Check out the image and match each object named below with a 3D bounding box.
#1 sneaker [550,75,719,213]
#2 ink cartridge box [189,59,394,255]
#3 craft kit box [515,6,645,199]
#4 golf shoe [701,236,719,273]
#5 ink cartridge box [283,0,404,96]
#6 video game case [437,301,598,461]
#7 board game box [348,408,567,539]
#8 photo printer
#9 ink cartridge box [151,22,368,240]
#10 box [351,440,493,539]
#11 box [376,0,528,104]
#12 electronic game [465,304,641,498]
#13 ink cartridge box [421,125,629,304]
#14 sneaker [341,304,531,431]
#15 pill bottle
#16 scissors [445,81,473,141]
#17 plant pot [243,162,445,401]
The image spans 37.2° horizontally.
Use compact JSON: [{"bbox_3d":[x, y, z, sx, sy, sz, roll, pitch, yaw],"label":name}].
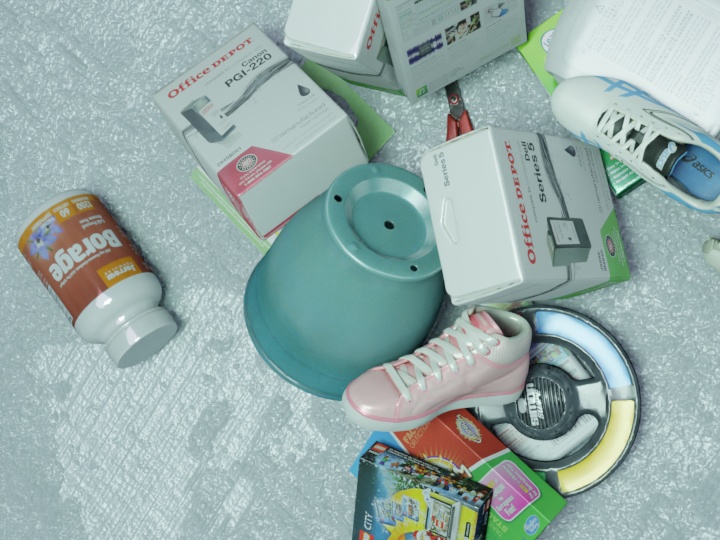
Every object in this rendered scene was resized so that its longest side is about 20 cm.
[{"bbox_3d":[0.264,-0.121,0.982,0.200,0.072,0.072,33,105,13],"label":"sneaker"},{"bbox_3d":[-0.079,-0.132,1.218,0.146,0.048,0.200,45,104,14],"label":"ink cartridge box"},{"bbox_3d":[0.295,-0.211,1.101,0.200,0.048,0.198,-35,76,14],"label":"craft kit box"},{"bbox_3d":[0.410,0.045,1.043,0.200,0.078,0.097,35,105,17],"label":"golf shoe"},{"bbox_3d":[0.009,-0.275,1.111,0.084,0.200,0.146,17,94,17],"label":"ink cartridge box"},{"bbox_3d":[0.143,0.140,1.152,0.200,0.022,0.182,-40,78,14],"label":"video game case"},{"bbox_3d":[0.096,0.225,1.117,0.200,0.040,0.153,41,130,17],"label":"board game box"},{"bbox_3d":[0.291,-0.219,1.044,0.200,0.069,0.167,33,100,16],"label":"photo printer"},{"bbox_3d":[-0.109,-0.153,1.139,0.145,0.085,0.200,-37,53,-7],"label":"ink cartridge box"},{"bbox_3d":[0.058,0.291,1.116,0.136,0.038,0.201,19,121,25],"label":"box"},{"bbox_3d":[0.088,-0.265,1.035,0.144,0.200,0.036,-29,60,-5],"label":"box"},{"bbox_3d":[0.187,0.136,1.104,0.199,0.042,0.201,0,90,19],"label":"electronic game"},{"bbox_3d":[0.161,-0.049,1.021,0.084,0.200,0.146,-19,78,40],"label":"ink cartridge box"},{"bbox_3d":[0.078,0.085,1.023,0.075,0.199,0.105,-124,35,-44],"label":"sneaker"},{"bbox_3d":[-0.305,0.011,1.253,0.112,0.112,0.200,-42,77,13],"label":"pill bottle"},{"bbox_3d":[0.112,-0.177,1.176,0.073,0.014,0.201,1,88,20],"label":"scissors"},{"bbox_3d":[0.000,0.000,1.069,0.200,0.200,0.188,48,144,13],"label":"plant pot"}]
